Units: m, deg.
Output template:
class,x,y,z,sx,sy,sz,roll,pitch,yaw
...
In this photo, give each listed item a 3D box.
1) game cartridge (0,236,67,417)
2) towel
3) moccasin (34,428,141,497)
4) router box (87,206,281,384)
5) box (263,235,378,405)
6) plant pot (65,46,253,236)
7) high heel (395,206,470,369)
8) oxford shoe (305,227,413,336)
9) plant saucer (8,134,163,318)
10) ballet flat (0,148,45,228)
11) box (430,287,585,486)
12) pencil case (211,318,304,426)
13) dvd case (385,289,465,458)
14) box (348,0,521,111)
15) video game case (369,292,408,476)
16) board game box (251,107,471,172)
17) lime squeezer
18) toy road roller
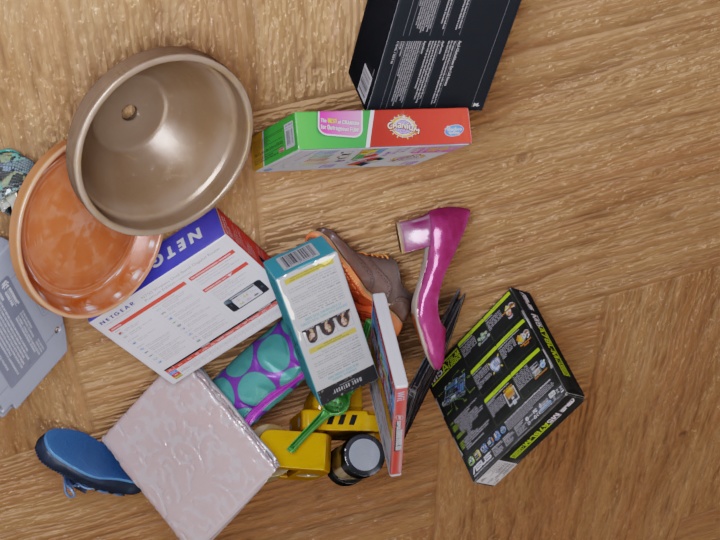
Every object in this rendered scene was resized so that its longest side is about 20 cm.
class,x,y,z,sx,sy,sz,roll,pitch,yaw
game cartridge,-0.399,0.059,1.571,0.133,0.040,0.200,-49,147,-27
towel,-0.220,0.236,1.809,0.191,0.200,0.032,-46,167,25
moccasin,-0.359,0.270,1.855,0.068,0.081,0.200,-34,140,19
router box,-0.201,0.034,1.689,0.200,0.049,0.180,-32,140,10
box,-0.046,0.062,1.694,0.082,0.049,0.200,-25,125,-11
plant pot,-0.217,-0.143,1.423,0.201,0.093,0.201,-22,131,-28
high heel,0.107,0.022,1.755,0.096,0.200,0.067,-12,-175,-3
oxford shoe,0.000,0.000,1.754,0.073,0.071,0.200,-57,134,-19
plant saucer,-0.290,-0.049,1.487,0.200,0.032,0.200,-23,120,-46
ballet flat,-0.334,-0.051,1.509,0.074,0.074,0.200,-34,140,12
box,0.193,0.159,1.917,0.047,0.193,0.200,18,125,-37
pencil case,-0.116,0.134,1.812,0.200,0.092,0.085,-40,142,21
dvd case,0.087,0.138,1.865,0.016,0.200,0.149,23,135,9
box,0.081,-0.264,1.467,0.141,0.079,0.200,-2,136,-20
video game case,0.033,0.144,1.740,0.017,0.143,0.200,-8,141,-7
board game box,-0.002,-0.142,1.528,0.200,0.040,0.153,-4,177,-23
lime squeezer,-0.029,0.148,1.810,0.071,0.038,0.200,22,102,-51
toy road roller,-0.063,0.211,1.886,0.200,0.146,0.123,3,164,-13
